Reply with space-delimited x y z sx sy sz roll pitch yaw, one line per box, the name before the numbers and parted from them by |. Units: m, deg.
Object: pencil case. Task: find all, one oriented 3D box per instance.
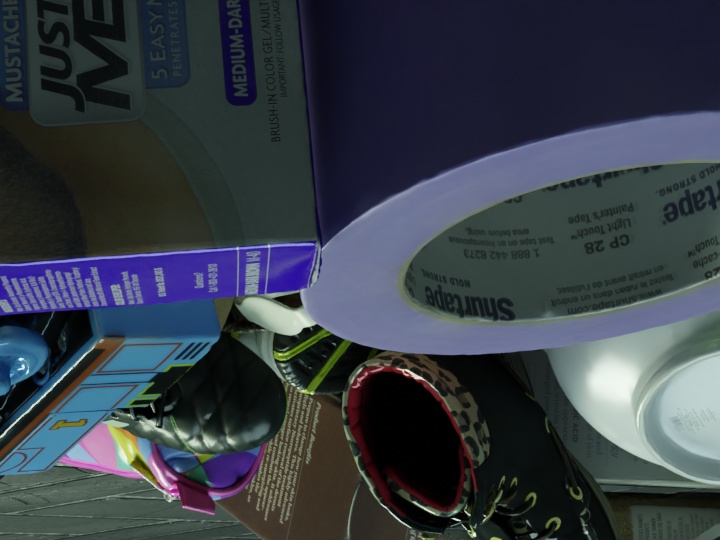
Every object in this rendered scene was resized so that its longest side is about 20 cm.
pencil case | -0.131 0.079 1.008 0.088 0.089 0.199 4 -179 -36

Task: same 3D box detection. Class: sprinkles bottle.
sprinkles bottle | 0.166 0.154 0.972 0.198 0.069 0.068 2 167 -3

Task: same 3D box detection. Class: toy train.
toy train | -0.146 0.036 0.725 0.113 0.087 0.200 3 149 -37

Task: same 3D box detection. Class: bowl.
bowl | 0.170 0.033 0.810 0.199 0.091 0.202 2 135 2

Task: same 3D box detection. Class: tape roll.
tape roll | 0.071 -0.045 0.586 0.198 0.086 0.200 -9 160 -3

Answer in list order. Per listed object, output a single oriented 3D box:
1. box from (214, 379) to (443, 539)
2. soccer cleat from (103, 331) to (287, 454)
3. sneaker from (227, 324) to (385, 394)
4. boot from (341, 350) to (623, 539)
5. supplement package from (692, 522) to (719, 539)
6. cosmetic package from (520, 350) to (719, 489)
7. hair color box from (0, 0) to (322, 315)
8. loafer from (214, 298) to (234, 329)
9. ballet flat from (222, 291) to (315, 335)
box | -0.031 0.100 1.030 0.074 0.101 0.200 5 -166 -34
soccer cleat | -0.133 0.048 0.870 0.198 0.068 0.081 17 -164 18
sneaker | 0.011 0.024 1.005 0.199 0.076 0.076 5 -167 -46
boot | 0.060 0.111 0.849 0.073 0.205 0.154 -25 -177 18
supplement package | 0.229 0.179 0.871 0.109 0.114 0.200 29 127 -28
cosmetic package | 0.159 0.081 0.964 0.198 0.075 0.102 0 173 9
hair color box | -0.114 -0.046 0.507 0.198 0.111 0.065 -5 167 -4
loafer | -0.147 0.005 0.811 0.198 0.068 0.076 -5 167 -1
ballet flat | 0.000 0.000 0.826 0.199 0.068 0.075 -14 -159 43
